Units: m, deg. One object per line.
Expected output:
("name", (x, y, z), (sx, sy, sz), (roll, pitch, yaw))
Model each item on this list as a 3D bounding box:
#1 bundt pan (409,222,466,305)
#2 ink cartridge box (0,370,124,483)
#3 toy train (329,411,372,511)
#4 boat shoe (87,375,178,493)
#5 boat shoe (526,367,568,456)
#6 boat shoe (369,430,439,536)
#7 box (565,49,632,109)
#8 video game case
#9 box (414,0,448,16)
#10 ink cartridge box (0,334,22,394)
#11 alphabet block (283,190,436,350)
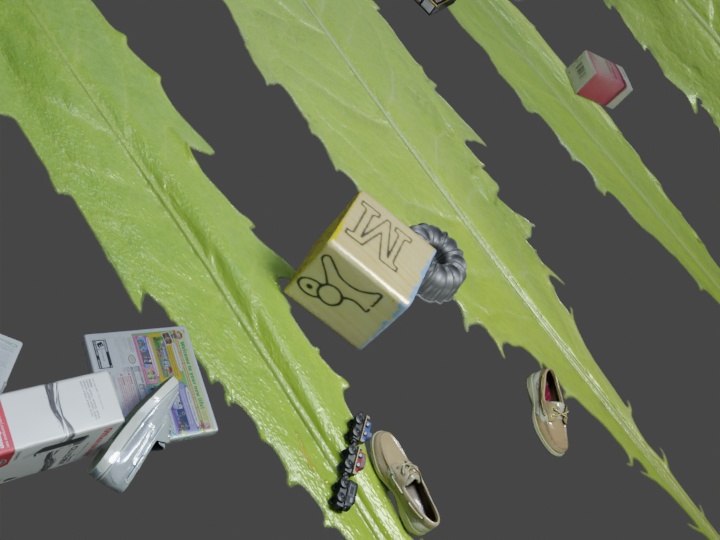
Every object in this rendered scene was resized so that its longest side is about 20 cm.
("bundt pan", (0.165, -0.026, 1.834), (0.201, 0.076, 0.203), (22, 46, -24))
("ink cartridge box", (-0.448, 0.221, 1.100), (0.199, 0.144, 0.084), (-11, 67, -42))
("toy train", (-0.011, 0.341, 1.433), (0.046, 0.034, 0.201), (33, 43, -18))
("boat shoe", (-0.326, 0.248, 1.207), (0.072, 0.070, 0.201), (46, 44, -14))
("boat shoe", (0.424, 0.310, 1.777), (0.074, 0.066, 0.201), (11, 52, -31))
("boat shoe", (0.083, 0.378, 1.454), (0.072, 0.065, 0.201), (-6, 62, -41))
("box", (0.863, -0.689, 2.886), (0.199, 0.109, 0.129), (12, 51, -31))
("video game case", (-0.343, 0.188, 1.302), (0.181, 0.022, 0.201), (-3, 59, -39))
("box", (0.225, -0.927, 2.618), (0.160, 0.049, 0.200), (45, 42, 3))
("ink cartridge box", (-0.576, 0.109, 1.086), (0.199, 0.041, 0.200), (27, 6, -19))
("alphabet block", (0.000, 0.000, 1.597), (0.200, 0.195, 0.197), (39, 40, -8))
